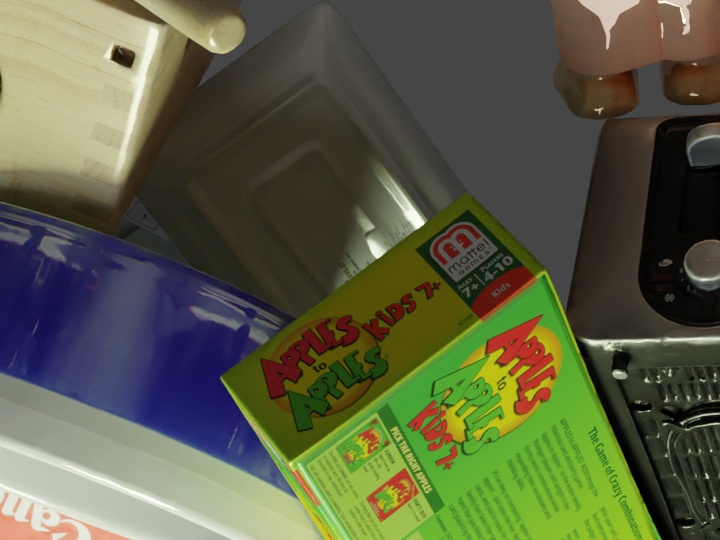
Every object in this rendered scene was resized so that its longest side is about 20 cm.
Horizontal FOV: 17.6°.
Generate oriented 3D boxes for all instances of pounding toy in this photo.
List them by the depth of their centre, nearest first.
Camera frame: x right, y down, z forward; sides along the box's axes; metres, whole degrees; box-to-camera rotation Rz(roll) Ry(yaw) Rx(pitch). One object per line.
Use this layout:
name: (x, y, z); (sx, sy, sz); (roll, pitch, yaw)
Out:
pounding toy: (-0.113, -0.114, 0.790); (0.184, 0.200, 0.142); (22, 131, 1)

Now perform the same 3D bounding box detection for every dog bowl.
dog bowl: (-0.096, 0.045, 0.853); (0.200, 0.079, 0.200); (20, 168, 4)

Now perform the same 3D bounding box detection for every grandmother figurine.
grandmother figurine: (0.085, -0.150, 0.791); (0.121, 0.061, 0.200); (-12, 125, -6)

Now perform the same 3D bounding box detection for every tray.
tray: (0.000, 0.000, 0.931); (0.107, 0.022, 0.200); (-36, 114, 4)

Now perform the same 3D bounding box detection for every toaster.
toaster: (0.184, 0.029, 0.828); (0.180, 0.119, 0.200); (-2, 146, 19)

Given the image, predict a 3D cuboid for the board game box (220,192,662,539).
board game box: (0.037, 0.074, 0.801); (0.102, 0.048, 0.200); (-37, 140, -8)

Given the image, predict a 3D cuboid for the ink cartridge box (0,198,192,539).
ink cartridge box: (-0.127, 0.065, 0.988); (0.160, 0.047, 0.200); (27, 101, -3)
